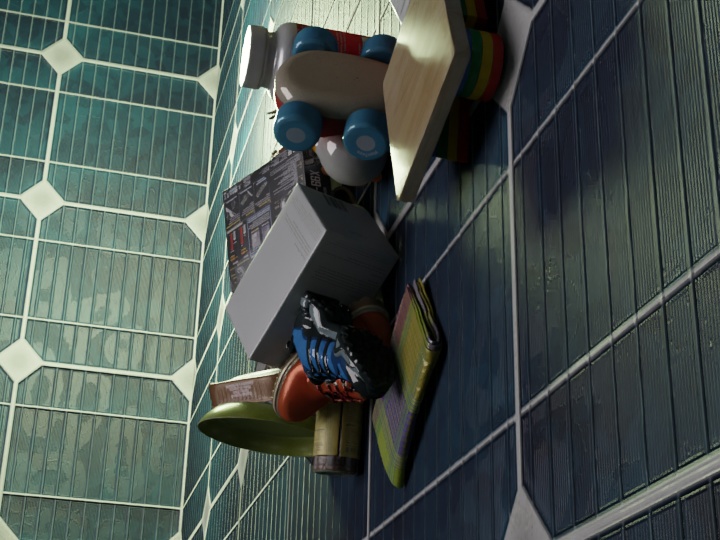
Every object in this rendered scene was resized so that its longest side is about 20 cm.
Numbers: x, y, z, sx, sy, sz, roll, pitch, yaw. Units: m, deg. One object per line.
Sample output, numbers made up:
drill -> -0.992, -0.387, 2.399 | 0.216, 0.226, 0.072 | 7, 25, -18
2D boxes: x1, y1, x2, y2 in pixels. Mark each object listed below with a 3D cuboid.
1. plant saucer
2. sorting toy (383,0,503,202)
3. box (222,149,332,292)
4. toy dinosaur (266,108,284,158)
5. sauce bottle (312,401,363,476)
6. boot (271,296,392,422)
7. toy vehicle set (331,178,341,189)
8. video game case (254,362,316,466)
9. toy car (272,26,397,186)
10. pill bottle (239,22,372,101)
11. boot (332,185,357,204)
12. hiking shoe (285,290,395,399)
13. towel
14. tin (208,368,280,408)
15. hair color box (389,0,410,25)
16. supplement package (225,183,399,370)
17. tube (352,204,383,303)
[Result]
plant saucer -> -0.123, 0.215, 1.729 | 0.200, 0.197, 0.032 | 130, 152, -66
sorting toy -> 0.089, -0.209, 1.351 | 0.201, 0.069, 0.201 | 111, 161, -44
box -> -0.116, -0.072, 1.776 | 0.199, 0.049, 0.160 | -28, 61, 44
toy dinosaur -> -0.099, -0.168, 1.870 | 0.136, 0.084, 0.202 | 90, -177, -58
sauce bottle -> -0.025, 0.165, 1.649 | 0.065, 0.064, 0.203 | 138, 139, -70
boot -> -0.033, 0.135, 1.560 | 0.200, 0.075, 0.108 | -46, 41, 21
toy vehicle set -> -0.041, -0.192, 1.907 | 0.201, 0.026, 0.126 | 96, 173, -52
video game case -> -0.085, 0.150, 1.810 | 0.181, 0.025, 0.202 | 48, 136, 34
toy car -> -0.027, -0.180, 1.661 | 0.202, 0.174, 0.186 | 94, -176, -47
pill bottle -> -0.064, -0.282, 1.763 | 0.112, 0.197, 0.114 | -172, 90, -76
boot -> -0.044, -0.003, 1.812 | 0.155, 0.071, 0.202 | 121, 154, -54
hiking shoe -> -0.022, 0.105, 1.481 | 0.088, 0.074, 0.200 | -66, 33, 16
towel -> 0.052, 0.126, 1.430 | 0.144, 0.022, 0.202 | -107, 27, -59
tin -> -0.127, 0.157, 1.736 | 0.198, 0.111, 0.043 | -13, 93, 42
hair color box -> 0.074, -0.371, 1.521 | 0.201, 0.063, 0.112 | -104, 26, -60
supplement package -> -0.065, 0.016, 1.611 | 0.201, 0.120, 0.120 | -58, 36, 18
tube -> 0.000, 0.000, 1.675 | 0.058, 0.051, 0.202 | 67, -171, -46
